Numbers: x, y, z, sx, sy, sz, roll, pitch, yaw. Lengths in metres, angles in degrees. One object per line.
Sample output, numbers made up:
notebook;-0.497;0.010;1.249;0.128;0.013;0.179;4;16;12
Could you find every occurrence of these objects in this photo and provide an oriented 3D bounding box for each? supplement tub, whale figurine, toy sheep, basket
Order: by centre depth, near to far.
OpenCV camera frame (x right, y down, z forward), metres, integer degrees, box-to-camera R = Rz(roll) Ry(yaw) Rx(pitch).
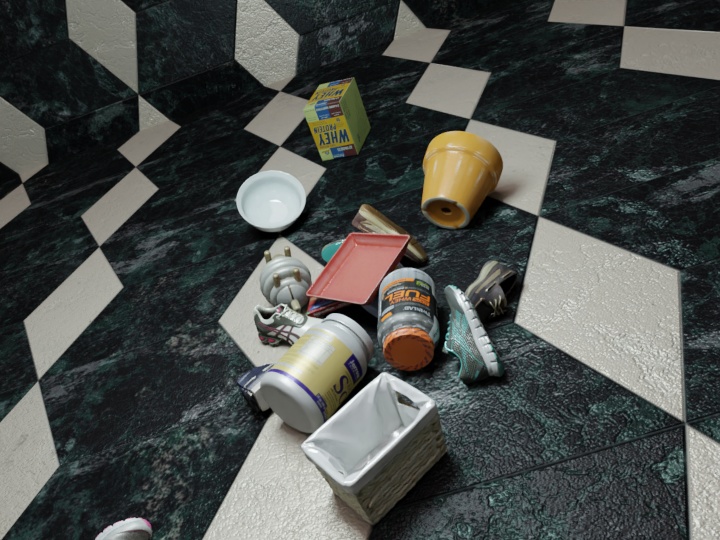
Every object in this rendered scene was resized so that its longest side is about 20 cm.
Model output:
basket;0.029;0.290;1.046;0.200;0.124;0.135;-37;36;-24
supplement tub;-0.078;0.193;1.224;0.145;0.146;0.200;12;46;40
supplement tub;0.096;0.097;1.284;0.122;0.123;0.200;-13;35;12
toy sheep;-0.177;0.029;1.524;0.138;0.138;0.200;-22;41;-1
whale figurine;-0.304;-0.238;2.026;0.159;0.104;0.200;-23;9;-2

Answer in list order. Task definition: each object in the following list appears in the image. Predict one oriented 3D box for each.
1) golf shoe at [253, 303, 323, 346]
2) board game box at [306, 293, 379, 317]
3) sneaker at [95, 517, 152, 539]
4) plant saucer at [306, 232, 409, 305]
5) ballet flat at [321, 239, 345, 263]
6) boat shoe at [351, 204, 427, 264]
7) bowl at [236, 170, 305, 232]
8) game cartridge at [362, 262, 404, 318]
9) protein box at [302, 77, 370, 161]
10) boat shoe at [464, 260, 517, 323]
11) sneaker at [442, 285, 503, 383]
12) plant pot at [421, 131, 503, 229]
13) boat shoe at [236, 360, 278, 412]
golf shoe;-0.153;0.122;1.420;0.199;0.088;0.077;-1;36;25
board game box;-0.031;0.040;1.473;0.200;0.019;0.103;-21;36;24
sneaker;-0.416;0.501;1.043;0.088;0.081;0.200;21;60;44
plant saucer;0.000;0.000;1.442;0.200;0.037;0.200;5;52;47
ballet flat;0.002;-0.053;1.614;0.200;0.072;0.072;-9;35;17
boat shoe;0.067;-0.072;1.527;0.072;0.200;0.072;-53;0;19
bowl;-0.258;-0.187;1.878;0.200;0.090;0.202;1;62;-2
game cartridge;0.050;0.034;1.478;0.133;0.041;0.200;-31;34;-7
protein box;-0.076;-0.515;2.175;0.135;0.199;0.200;-6;37;22
boat shoe;0.261;0.055;1.295;0.073;0.075;0.200;12;51;32
sneaker;0.188;0.120;1.198;0.091;0.078;0.200;-28;59;11
plant pot;0.239;-0.212;1.601;0.200;0.200;0.184;3;56;32
boat shoe;-0.164;0.204;1.321;0.200;0.075;0.093;-32;28;-27
